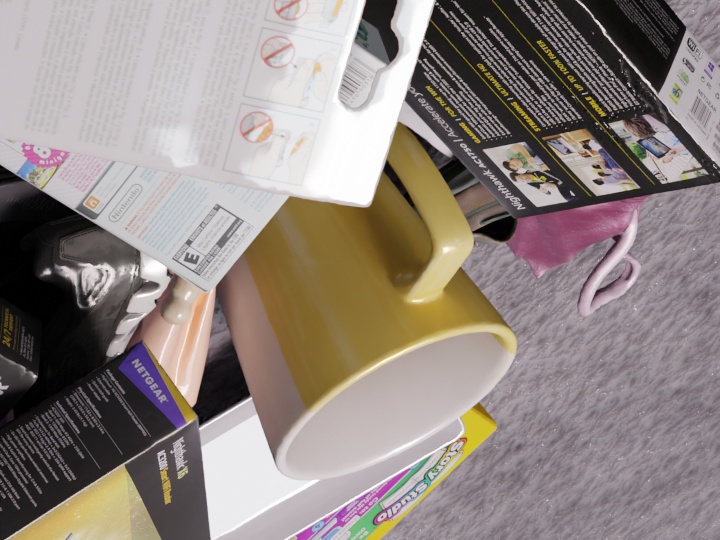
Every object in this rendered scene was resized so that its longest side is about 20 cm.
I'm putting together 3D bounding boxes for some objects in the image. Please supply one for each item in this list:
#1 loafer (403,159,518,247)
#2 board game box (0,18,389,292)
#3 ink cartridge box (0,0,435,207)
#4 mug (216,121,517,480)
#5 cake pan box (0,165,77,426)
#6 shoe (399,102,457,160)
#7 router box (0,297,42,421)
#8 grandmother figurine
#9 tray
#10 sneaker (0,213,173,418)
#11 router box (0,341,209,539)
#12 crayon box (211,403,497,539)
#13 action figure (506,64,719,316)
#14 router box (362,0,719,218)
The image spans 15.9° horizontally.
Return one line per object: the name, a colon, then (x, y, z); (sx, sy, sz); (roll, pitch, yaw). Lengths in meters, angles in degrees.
loafer: (0.076, -0.038, 1.492); (0.072, 0.063, 0.200); (-41, -173, -39)
board game box: (-0.110, -0.103, 1.200); (0.200, 0.064, 0.148); (33, 109, -22)
ink cartridge box: (-0.072, -0.123, 1.137); (0.200, 0.047, 0.160); (11, 115, -14)
mug: (0.001, 0.004, 1.443); (0.187, 0.153, 0.149); (-39, 155, 21)
cake pan box: (-0.218, 0.017, 1.352); (0.184, 0.052, 0.200); (-1, 132, -49)
shoe: (0.038, -0.129, 1.418); (0.091, 0.071, 0.200); (-46, 154, 8)
router box: (-0.276, 0.066, 1.263); (0.157, 0.052, 0.200); (32, 114, -21)
grandmother figurine: (-0.092, -0.010, 1.400); (0.061, 0.121, 0.200); (12, 112, -22)
tray: (-0.042, 0.108, 1.583); (0.200, 0.022, 0.107); (-30, 123, -4)
sneaker: (-0.165, 0.044, 1.339); (0.090, 0.066, 0.200); (-6, 134, -34)
router box: (-0.156, 0.134, 1.306); (0.157, 0.052, 0.200); (-33, 160, -15)
crayon box: (-0.027, 0.130, 1.688); (0.200, 0.058, 0.173); (-44, 150, 6)
action figure: (0.158, -0.060, 1.542); (0.200, 0.149, 0.134); (-29, -176, 42)
router box: (0.083, -0.114, 1.307); (0.200, 0.149, 0.051); (46, 53, -31)
